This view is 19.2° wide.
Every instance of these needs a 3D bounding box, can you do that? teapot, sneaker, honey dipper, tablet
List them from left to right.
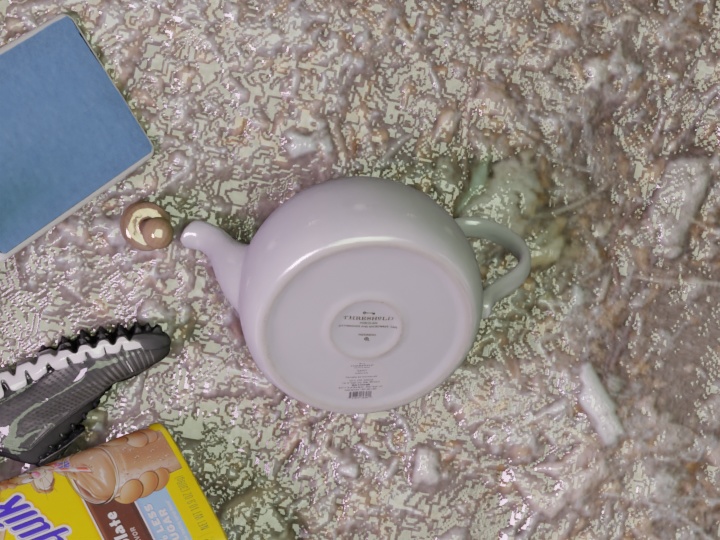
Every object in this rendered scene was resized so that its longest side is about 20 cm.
[{"bbox_3d":[-0.241,-0.100,1.560,0.131,0.014,0.200,58,41,-8],"label":"tablet"},{"bbox_3d":[-0.232,0.103,1.615,0.199,0.066,0.091,-19,99,-4],"label":"sneaker"},{"bbox_3d":[-0.152,-0.029,1.550,0.038,0.200,0.038,-1,94,-9],"label":"honey dipper"},{"bbox_3d":[0.000,0.000,1.612,0.197,0.146,0.200,-38,122,19],"label":"teapot"}]

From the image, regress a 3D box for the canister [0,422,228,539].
[{"bbox_3d":[-0.211,0.208,1.566,0.199,0.087,0.149,-20,61,-25],"label":"canister"}]
